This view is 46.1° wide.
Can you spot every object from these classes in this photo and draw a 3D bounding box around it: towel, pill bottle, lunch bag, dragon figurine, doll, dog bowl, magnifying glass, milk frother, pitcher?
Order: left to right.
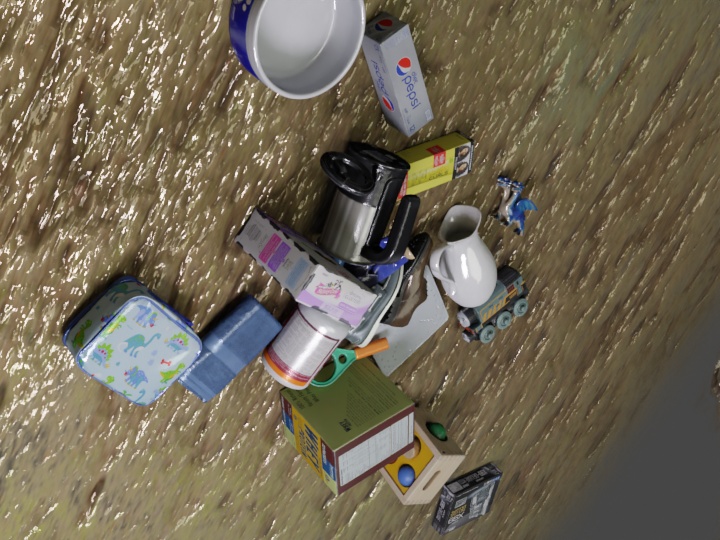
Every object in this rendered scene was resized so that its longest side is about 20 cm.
[{"bbox_3d":[-0.358,0.114,1.352,0.161,0.082,0.200,-46,140,-5],"label":"lunch bag"},{"bbox_3d":[-0.239,0.137,1.508,0.200,0.048,0.112,-44,139,-8],"label":"towel"},{"bbox_3d":[-0.092,-0.364,1.252,0.198,0.079,0.202,-24,134,-28],"label":"dog bowl"},{"bbox_3d":[-0.088,0.113,1.561,0.109,0.110,0.201,16,117,-48],"label":"pill bottle"},{"bbox_3d":[-0.031,0.176,1.713,0.198,0.022,0.081,-17,94,-28],"label":"magnifying glass"},{"bbox_3d":[-0.018,-0.109,1.447,0.198,0.181,0.190,7,113,-31],"label":"milk frother"},{"bbox_3d":[0.000,0.000,1.612,0.199,0.049,0.137,-36,117,5],"label":"doll"},{"bbox_3d":[0.205,-0.007,1.756,0.172,0.120,0.202,-47,137,-31],"label":"pitcher"},{"bbox_3d":[0.345,-0.136,1.847,0.199,0.059,0.100,28,98,-48],"label":"dragon figurine"}]

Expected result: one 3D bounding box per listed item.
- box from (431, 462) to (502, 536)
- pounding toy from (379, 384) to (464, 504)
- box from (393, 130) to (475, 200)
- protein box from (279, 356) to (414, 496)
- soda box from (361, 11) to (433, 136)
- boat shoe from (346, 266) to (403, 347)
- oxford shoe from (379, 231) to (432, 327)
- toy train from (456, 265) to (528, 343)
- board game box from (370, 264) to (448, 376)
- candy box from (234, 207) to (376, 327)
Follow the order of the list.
[{"bbox_3d":[0.301,0.646,2.392,0.198,0.050,0.160,-12,127,-38],"label":"box"},{"bbox_3d":[0.121,0.402,1.960,0.141,0.184,0.201,13,118,-48],"label":"pounding toy"},{"bbox_3d":[0.127,-0.199,1.602,0.198,0.050,0.076,-22,133,-31],"label":"box"},{"bbox_3d":[-0.026,0.303,1.713,0.198,0.198,0.136,-25,133,-27],"label":"protein box"},{"bbox_3d":[0.061,-0.329,1.430,0.063,0.068,0.201,-38,138,-13],"label":"soda box"},{"bbox_3d":[0.022,0.052,1.673,0.061,0.073,0.202,24,94,-26],"label":"boat shoe"},{"bbox_3d":[0.103,0.020,1.707,0.084,0.073,0.202,18,101,-30],"label":"oxford shoe"},{"bbox_3d":[0.306,0.079,1.960,0.199,0.085,0.115,-36,126,-15],"label":"toy train"},{"bbox_3d":[0.090,0.106,1.812,0.200,0.026,0.201,-42,139,-12],"label":"board game box"},{"bbox_3d":[-0.093,-0.003,1.424,0.072,0.200,0.167,-54,139,5],"label":"candy box"}]
